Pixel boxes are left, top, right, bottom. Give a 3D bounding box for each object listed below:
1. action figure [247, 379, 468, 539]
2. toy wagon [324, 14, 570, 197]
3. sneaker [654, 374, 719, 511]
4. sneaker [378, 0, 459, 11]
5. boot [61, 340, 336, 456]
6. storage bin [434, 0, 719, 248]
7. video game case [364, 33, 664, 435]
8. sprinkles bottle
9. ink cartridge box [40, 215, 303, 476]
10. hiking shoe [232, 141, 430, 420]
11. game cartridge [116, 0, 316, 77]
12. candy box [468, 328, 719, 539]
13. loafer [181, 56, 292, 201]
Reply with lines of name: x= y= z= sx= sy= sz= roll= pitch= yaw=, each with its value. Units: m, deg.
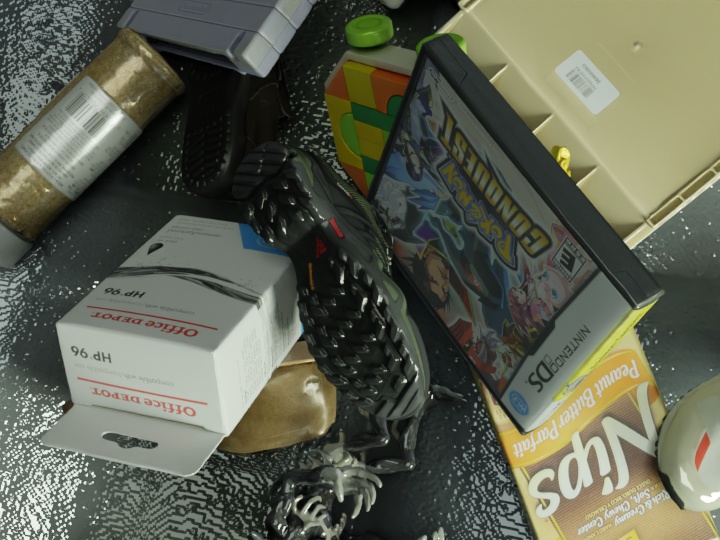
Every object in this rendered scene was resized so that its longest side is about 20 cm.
action figure: x=-0.002 y=0.155 z=0.703 sx=0.102 sy=0.119 sz=0.200 roll=12 pitch=68 yaw=42
toy wagon: x=0.054 y=-0.086 z=0.705 sx=0.040 sy=0.155 sz=0.200 roll=-35 pitch=41 yaw=-28
sneaker: x=0.281 y=0.085 z=0.675 sx=0.200 sy=0.093 sz=0.070 roll=-28 pitch=82 yaw=-24
sneaker: x=0.102 y=-0.243 z=0.807 sx=0.199 sy=0.076 sz=0.088 roll=-4 pitch=108 yaw=-5
boot: x=-0.115 y=0.102 z=0.749 sx=0.199 sy=0.074 sz=0.076 roll=-9 pitch=84 yaw=0
storage bin: x=0.183 y=-0.139 z=0.716 sx=0.198 sy=0.094 sz=0.200 roll=-39 pitch=82 yaw=-3
video game case: x=0.080 y=-0.015 z=0.648 sx=0.025 sy=0.181 sz=0.200 roll=-26 pitch=69 yaw=-26
sprinkles bottle: x=-0.226 y=-0.094 z=0.794 sx=0.068 sy=0.068 sz=0.200 roll=44 pitch=86 yaw=12
ink cartridge box: x=-0.117 y=0.041 z=0.689 sx=0.116 sy=0.200 sz=0.068 roll=8 pitch=121 yaw=18
hiking shoe: x=0.000 y=0.000 z=0.688 sx=0.076 sy=0.101 sz=0.200 roll=-31 pitch=82 yaw=32
game cartridge: x=-0.095 y=-0.215 z=0.774 sx=0.200 sy=0.038 sz=0.130 roll=25 pitch=75 yaw=49
candy box: x=0.154 y=0.111 z=0.728 sx=0.115 sy=0.055 sz=0.200 roll=-20 pitch=76 yaw=2
loafer: x=-0.091 y=-0.138 z=0.802 sx=0.073 sy=0.071 sz=0.200 roll=-10 pitch=63 yaw=37
